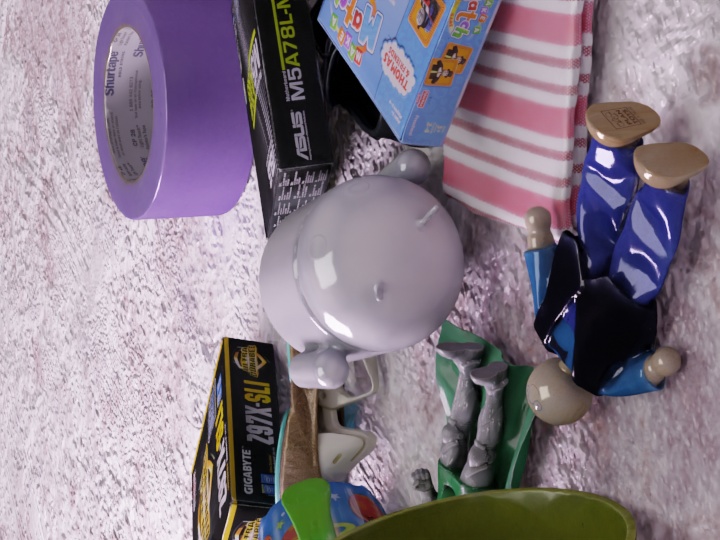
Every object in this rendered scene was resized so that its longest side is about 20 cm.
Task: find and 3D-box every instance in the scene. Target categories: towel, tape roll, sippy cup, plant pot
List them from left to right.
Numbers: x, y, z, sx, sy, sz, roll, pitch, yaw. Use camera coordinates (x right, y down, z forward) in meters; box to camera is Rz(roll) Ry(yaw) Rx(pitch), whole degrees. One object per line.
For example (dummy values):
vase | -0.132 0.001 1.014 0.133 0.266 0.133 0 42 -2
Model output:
tape roll | -0.166 -0.147 1.514 0.200 0.084 0.203 20 112 62
sippy cup | -0.017 0.226 1.223 0.179 0.138 0.131 -63 28 31
plant pot | 0.074 0.252 0.985 0.200 0.198 0.195 11 115 63
towel | 0.098 -0.125 1.043 0.146 0.030 0.203 30 123 59

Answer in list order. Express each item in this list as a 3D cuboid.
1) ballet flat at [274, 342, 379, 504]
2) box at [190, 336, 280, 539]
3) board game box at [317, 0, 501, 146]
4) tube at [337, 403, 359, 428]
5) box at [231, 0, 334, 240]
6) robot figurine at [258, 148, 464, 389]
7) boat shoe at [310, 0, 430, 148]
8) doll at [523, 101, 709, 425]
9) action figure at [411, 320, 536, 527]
ballet flat | -0.021 0.097 1.273 0.071 0.068 0.203 3 89 22
box | -0.103 0.178 1.410 0.201 0.049 0.161 -99 22 -52
board game box | 0.042 -0.202 1.056 0.152 0.036 0.201 59 136 45
tube | -0.043 0.179 1.355 0.077 0.050 0.202 32 119 42
box | -0.061 -0.140 1.280 0.200 0.047 0.196 115 149 -76
robot figurine | 0.000 0.000 1.146 0.171 0.112 0.200 -70 14 -12
boat shoe | 0.001 -0.145 1.197 0.200 0.062 0.075 -127 40 -51
doll | 0.132 0.005 0.962 0.137 0.048 0.202 47 140 38
action figure | 0.068 0.147 1.115 0.118 0.054 0.202 38 130 56
